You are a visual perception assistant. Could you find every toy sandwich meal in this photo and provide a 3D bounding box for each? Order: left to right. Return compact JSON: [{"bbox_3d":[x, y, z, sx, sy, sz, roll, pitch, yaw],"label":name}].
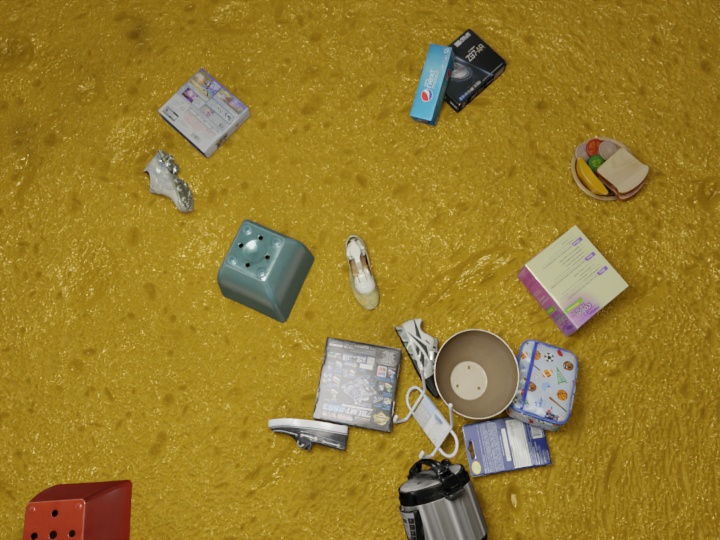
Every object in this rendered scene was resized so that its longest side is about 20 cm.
[{"bbox_3d":[0.668,-0.278,1.634,0.199,0.070,0.211,-1,73,2],"label":"toy sandwich meal"}]

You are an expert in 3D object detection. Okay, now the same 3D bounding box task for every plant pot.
[{"bbox_3d":[-0.646,0.585,1.363,0.194,0.177,0.205,-4,73,1],"label":"plant pot"},{"bbox_3d":[-0.247,-0.017,1.519,0.192,0.201,0.200,22,74,9],"label":"plant pot"},{"bbox_3d":[0.267,0.256,1.454,0.194,0.135,0.206,0,72,1],"label":"plant pot"}]

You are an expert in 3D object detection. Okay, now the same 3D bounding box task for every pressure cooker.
[{"bbox_3d":[0.175,0.519,1.349,0.173,0.178,0.205,-21,83,21],"label":"pressure cooker"}]

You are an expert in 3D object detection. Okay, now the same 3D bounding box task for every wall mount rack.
[{"bbox_3d":[0.158,0.331,1.410,0.200,0.073,0.176,49,122,40],"label":"wall mount rack"}]

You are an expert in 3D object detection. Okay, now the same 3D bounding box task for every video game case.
[{"bbox_3d":[-0.444,-0.449,1.735,0.199,0.046,0.182,41,80,12],"label":"video game case"}]

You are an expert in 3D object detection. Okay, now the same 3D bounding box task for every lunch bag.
[{"bbox_3d":[0.430,0.275,1.458,0.157,0.076,0.203,18,62,10],"label":"lunch bag"}]

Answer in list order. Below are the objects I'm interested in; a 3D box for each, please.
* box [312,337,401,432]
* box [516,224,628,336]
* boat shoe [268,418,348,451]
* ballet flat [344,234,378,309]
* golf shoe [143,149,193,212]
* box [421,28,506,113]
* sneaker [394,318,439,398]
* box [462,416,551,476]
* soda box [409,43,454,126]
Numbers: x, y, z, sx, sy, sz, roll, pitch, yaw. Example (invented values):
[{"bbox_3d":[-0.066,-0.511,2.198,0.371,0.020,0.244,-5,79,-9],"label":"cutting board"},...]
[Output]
[{"bbox_3d":[-0.006,0.281,1.500,0.194,0.050,0.204,8,74,4],"label":"box"},{"bbox_3d":[0.531,0.026,1.535,0.174,0.097,0.201,-36,74,-9],"label":"box"},{"bbox_3d":[-0.128,0.397,1.462,0.194,0.072,0.070,8,72,-3],"label":"boat shoe"},{"bbox_3d":[0.000,0.000,1.575,0.069,0.071,0.205,-14,74,-2],"label":"ballet flat"},{"bbox_3d":[-0.528,-0.227,1.668,0.096,0.078,0.203,-34,69,10],"label":"golf shoe"},{"bbox_3d":[0.296,-0.576,1.750,0.199,0.044,0.161,-41,76,-9],"label":"box"},{"bbox_3d":[0.165,0.210,1.502,0.087,0.074,0.203,-24,74,-4],"label":"sneaker"},{"bbox_3d":[0.346,0.416,1.456,0.194,0.032,0.124,-8,73,-3],"label":"box"},{"bbox_3d":[0.201,-0.514,1.687,0.066,0.064,0.205,18,94,18],"label":"soda box"}]
